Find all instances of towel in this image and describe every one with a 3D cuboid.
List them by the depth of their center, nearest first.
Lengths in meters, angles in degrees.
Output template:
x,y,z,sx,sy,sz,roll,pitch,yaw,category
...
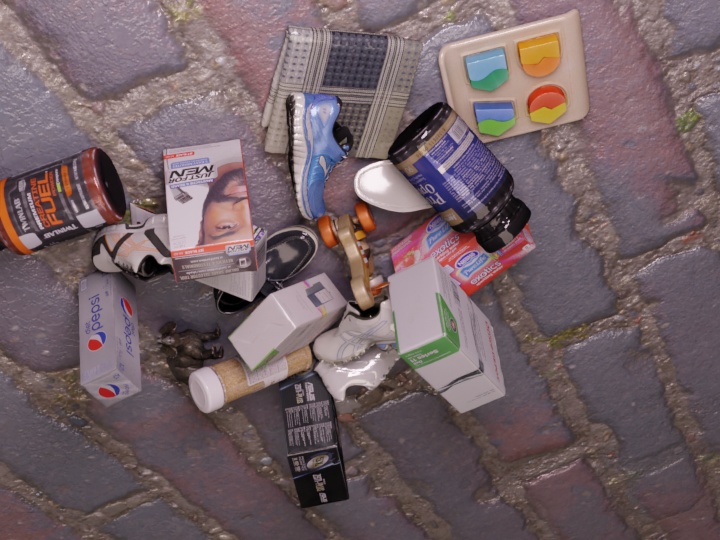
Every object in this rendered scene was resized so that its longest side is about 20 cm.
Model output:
x,y,z,sx,sy,sz,roll,pitch,yaw,category
-0.028,-0.236,1.565,0.190,0.035,0.201,1,133,-19,towel

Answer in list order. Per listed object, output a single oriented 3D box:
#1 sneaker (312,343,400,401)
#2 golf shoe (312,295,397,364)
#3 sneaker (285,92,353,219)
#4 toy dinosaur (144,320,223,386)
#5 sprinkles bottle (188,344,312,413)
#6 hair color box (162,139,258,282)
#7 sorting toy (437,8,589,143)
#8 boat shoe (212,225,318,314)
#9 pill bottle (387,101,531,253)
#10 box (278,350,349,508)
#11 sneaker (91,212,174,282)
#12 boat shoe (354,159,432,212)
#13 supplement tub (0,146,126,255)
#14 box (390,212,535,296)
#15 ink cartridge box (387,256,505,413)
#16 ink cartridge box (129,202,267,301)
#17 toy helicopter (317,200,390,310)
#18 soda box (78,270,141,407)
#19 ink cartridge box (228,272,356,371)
x,y,z,sx,sy,sz,roll,pitch,yaw,category
0.024,0.144,1.904,0.198,0.088,0.075,-26,176,-5,sneaker
-0.005,0.083,1.807,0.198,0.079,0.098,-16,120,35,golf shoe
-0.051,-0.150,1.563,0.088,0.079,0.201,-6,136,-8,sneaker
-0.274,0.140,1.877,0.101,0.078,0.201,-1,143,5,toy dinosaur
-0.173,0.160,1.855,0.198,0.068,0.069,-21,145,-32,sprinkles bottle
-0.201,-0.083,1.551,0.109,0.201,0.064,-9,138,-5,hair color box
0.215,-0.253,1.597,0.197,0.037,0.186,-16,137,3,sorting toy
-0.144,0.004,1.751,0.199,0.063,0.075,-33,115,20,boat shoe
0.140,-0.124,1.604,0.112,0.112,0.200,-38,104,25,pill bottle
-0.080,0.263,1.946,0.085,0.202,0.165,-10,137,-1,box
-0.318,-0.022,1.641,0.199,0.081,0.073,-15,144,42,sneaker
0.085,-0.124,1.682,0.197,0.060,0.075,-4,95,-11,boat shoe
-0.423,-0.085,1.563,0.198,0.108,0.107,-19,137,6,supplement tub
0.153,-0.034,1.768,0.199,0.096,0.099,-38,133,25,box
0.128,0.099,1.723,0.082,0.148,0.200,-25,137,20,ink cartridge box
-0.233,-0.040,1.682,0.198,0.051,0.110,21,137,13,ink cartridge box
0.000,0.000,1.688,0.078,0.201,0.133,-21,120,8,toy helicopter
-0.365,0.093,1.695,0.063,0.202,0.068,-24,138,12,soda box
-0.099,0.073,1.798,0.117,0.068,0.199,-44,169,29,ink cartridge box
